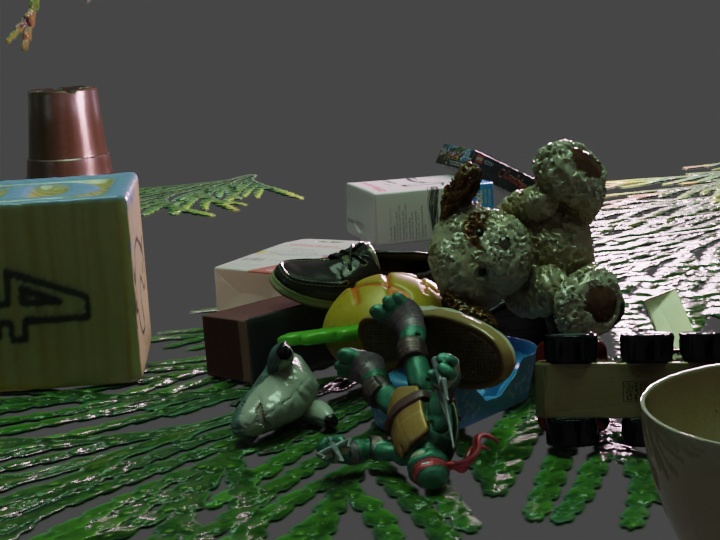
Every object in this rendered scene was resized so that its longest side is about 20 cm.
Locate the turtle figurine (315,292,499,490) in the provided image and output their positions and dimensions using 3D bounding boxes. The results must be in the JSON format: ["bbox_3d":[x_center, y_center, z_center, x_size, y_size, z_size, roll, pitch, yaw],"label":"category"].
[{"bbox_3d":[0.034,0.117,1.213,0.149,0.101,0.200,-38,34,15],"label":"turtle figurine"}]

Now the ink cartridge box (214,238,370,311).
[{"bbox_3d":[-0.080,0.010,1.868,0.116,0.068,0.200,4,15,32],"label":"ink cartridge box"}]

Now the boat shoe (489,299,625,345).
[{"bbox_3d":[0.183,0.056,1.548,0.198,0.075,0.066,-3,13,2],"label":"boat shoe"}]

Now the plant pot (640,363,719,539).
[{"bbox_3d":[0.276,0.145,0.921,0.199,0.135,0.200,-3,12,1],"label":"plant pot"}]

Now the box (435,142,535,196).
[{"bbox_3d":[0.236,-0.146,2.406,0.199,0.038,0.137,24,2,-21],"label":"box"}]

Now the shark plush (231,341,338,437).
[{"bbox_3d":[-0.090,0.107,1.402,0.083,0.091,0.200,-34,19,0],"label":"shark plush"}]

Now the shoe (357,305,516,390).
[{"bbox_3d":[0.075,0.059,1.316,0.053,0.070,0.200,-21,18,-33],"label":"shoe"}]

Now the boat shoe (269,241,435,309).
[{"bbox_3d":[0.000,0.000,1.567,0.199,0.065,0.073,2,33,-29],"label":"boat shoe"}]

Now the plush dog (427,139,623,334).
[{"bbox_3d":[0.149,-0.019,1.465,0.171,0.201,0.160,-1,-11,-17],"label":"plush dog"}]

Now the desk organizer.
[{"bbox_3d":[-0.070,0.064,1.588,0.077,0.072,0.199,5,13,45],"label":"desk organizer"}]

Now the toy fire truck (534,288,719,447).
[{"bbox_3d":[0.247,0.083,1.322,0.175,0.130,0.200,-2,0,9],"label":"toy fire truck"}]

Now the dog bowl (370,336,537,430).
[{"bbox_3d":[0.087,0.107,1.384,0.111,0.050,0.199,6,15,40],"label":"dog bowl"}]

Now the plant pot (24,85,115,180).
[{"bbox_3d":[-0.645,-0.301,3.241,0.199,0.200,0.200,-2,11,0],"label":"plant pot"}]

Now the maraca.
[{"bbox_3d":[0.013,0.059,1.484,0.199,0.108,0.137,-7,-4,-34],"label":"maraca"}]

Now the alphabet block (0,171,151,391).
[{"bbox_3d":[-0.335,0.009,1.605,0.195,0.201,0.195,-4,12,-3],"label":"alphabet block"}]

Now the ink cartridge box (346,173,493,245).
[{"bbox_3d":[0.091,-0.097,2.309,0.199,0.085,0.146,-6,12,-18],"label":"ink cartridge box"}]
